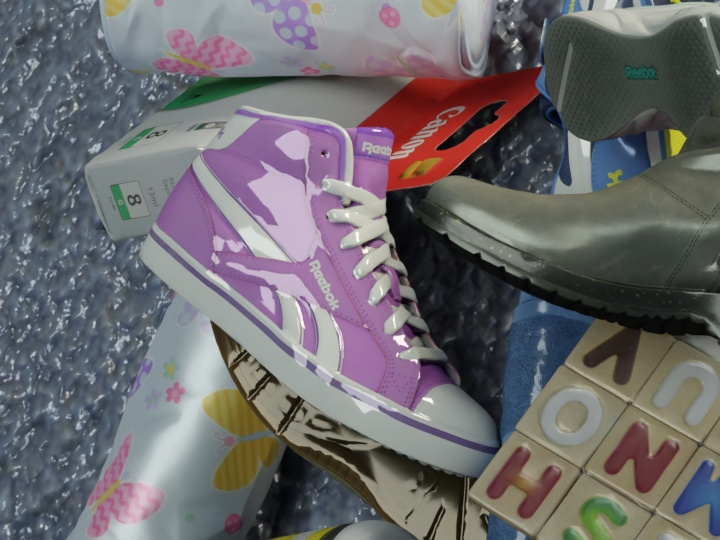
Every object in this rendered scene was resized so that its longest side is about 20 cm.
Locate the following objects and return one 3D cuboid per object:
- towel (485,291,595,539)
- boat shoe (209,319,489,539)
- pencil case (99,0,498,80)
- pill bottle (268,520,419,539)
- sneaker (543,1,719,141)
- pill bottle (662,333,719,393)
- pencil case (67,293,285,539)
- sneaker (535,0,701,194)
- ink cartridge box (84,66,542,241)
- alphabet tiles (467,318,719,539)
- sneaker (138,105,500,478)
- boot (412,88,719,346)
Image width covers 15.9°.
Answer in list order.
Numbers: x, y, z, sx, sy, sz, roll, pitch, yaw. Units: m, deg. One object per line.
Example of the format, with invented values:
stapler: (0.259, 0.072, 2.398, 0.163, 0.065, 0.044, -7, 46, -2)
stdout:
towel: (0.092, 0.108, 1.131, 0.048, 0.112, 0.202, 0, 70, 24)
boat shoe: (0.006, 0.069, 1.208, 0.200, 0.065, 0.072, 44, 91, 19)
pencil case: (-0.030, -0.138, 1.266, 0.198, 0.091, 0.084, 1, 61, 18)
pill bottle: (-0.060, 0.183, 1.159, 0.199, 0.112, 0.113, -15, 62, 31)
sneaker: (0.157, -0.085, 1.085, 0.200, 0.080, 0.071, 24, 124, 60)
pill bottle: (0.180, 0.025, 1.069, 0.200, 0.112, 0.112, -42, 49, -9)
pencil case: (-0.080, 0.076, 1.284, 0.090, 0.083, 0.201, 11, 76, 54)
sneaker: (0.119, -0.113, 1.235, 0.082, 0.074, 0.202, -19, 59, 31)
ink cartridge box: (-0.015, -0.078, 1.274, 0.199, 0.050, 0.161, -11, 20, 35)
alphabet tiles: (0.147, 0.095, 0.969, 0.199, 0.008, 0.168, 30, 72, 26)
sneaker: (0.000, 0.000, 1.143, 0.200, 0.073, 0.115, 37, 99, 20)
boot: (0.130, -0.039, 0.986, 0.199, 0.068, 0.132, 17, 87, 13)
